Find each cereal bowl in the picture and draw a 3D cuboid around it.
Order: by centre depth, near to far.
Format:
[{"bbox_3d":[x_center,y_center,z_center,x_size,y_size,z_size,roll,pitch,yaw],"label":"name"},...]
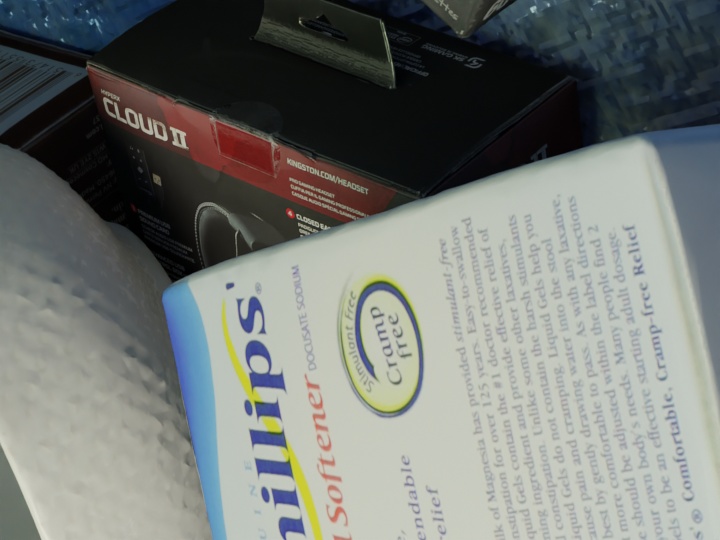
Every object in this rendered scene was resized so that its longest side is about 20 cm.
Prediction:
[{"bbox_3d":[-0.099,0.042,0.815,0.200,0.083,0.200,54,159,31],"label":"cereal bowl"}]

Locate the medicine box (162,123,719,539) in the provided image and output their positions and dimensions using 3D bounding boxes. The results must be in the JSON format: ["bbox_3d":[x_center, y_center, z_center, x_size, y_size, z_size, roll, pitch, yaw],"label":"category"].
[{"bbox_3d":[0.082,0.025,0.614,0.200,0.182,0.103,-17,84,54],"label":"medicine box"}]

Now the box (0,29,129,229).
[{"bbox_3d":[-0.117,0.011,0.954,0.100,0.075,0.200,18,133,38],"label":"box"}]

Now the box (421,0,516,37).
[{"bbox_3d":[0.053,-0.168,0.537,0.106,0.122,0.200,43,146,11],"label":"box"}]

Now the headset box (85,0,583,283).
[{"bbox_3d":[0.000,0.000,0.800,0.149,0.077,0.200,22,137,38],"label":"headset box"}]
